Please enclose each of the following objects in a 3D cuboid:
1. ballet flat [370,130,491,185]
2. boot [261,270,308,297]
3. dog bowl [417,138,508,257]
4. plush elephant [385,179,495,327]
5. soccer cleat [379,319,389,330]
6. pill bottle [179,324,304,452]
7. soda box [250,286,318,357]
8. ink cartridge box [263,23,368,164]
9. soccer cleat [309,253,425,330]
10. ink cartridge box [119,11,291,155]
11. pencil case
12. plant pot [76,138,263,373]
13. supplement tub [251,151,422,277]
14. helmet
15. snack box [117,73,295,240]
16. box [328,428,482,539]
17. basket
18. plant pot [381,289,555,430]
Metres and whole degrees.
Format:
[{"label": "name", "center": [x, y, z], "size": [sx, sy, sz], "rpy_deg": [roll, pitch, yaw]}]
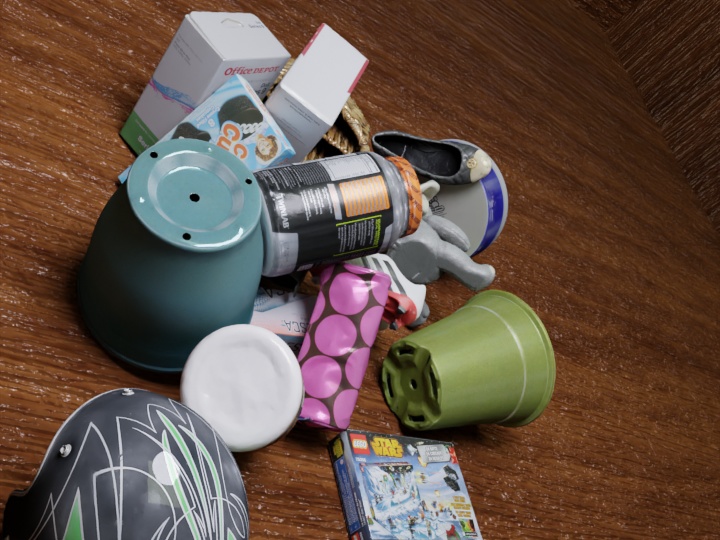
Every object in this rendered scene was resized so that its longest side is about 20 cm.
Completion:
[{"label": "ballet flat", "center": [0.107, -0.174, 1.310], "size": [0.197, 0.068, 0.057], "rpy_deg": [13, 1, 21]}, {"label": "boot", "center": [-0.129, -0.068, 1.056], "size": [0.198, 0.078, 0.139], "rpy_deg": [26, 57, 7]}, {"label": "dog bowl", "center": [0.140, -0.111, 1.400], "size": [0.201, 0.200, 0.078], "rpy_deg": [53, 35, 8]}, {"label": "plush elephant", "center": [0.091, -0.042, 1.303], "size": [0.200, 0.164, 0.155], "rpy_deg": [43, 29, -14]}, {"label": "soccer cleat", "center": [-0.011, 0.005, 1.237], "size": [0.068, 0.078, 0.201], "rpy_deg": [-19, 48, -18]}, {"label": "pill bottle", "center": [-0.113, 0.123, 0.858], "size": [0.117, 0.116, 0.200], "rpy_deg": [53, -8, 8]}, {"label": "soda box", "center": [-0.099, 0.070, 1.058], "size": [0.198, 0.063, 0.069], "rpy_deg": [12, 47, -44]}, {"label": "ink cartridge box", "center": [-0.090, -0.204, 1.125], "size": [0.082, 0.200, 0.148], "rpy_deg": [35, 51, -12]}, {"label": "soccer cleat", "center": [0.000, 0.000, 1.133], "size": [0.198, 0.069, 0.085], "rpy_deg": [33, 41, 6]}, {"label": "ink cartridge box", "center": [-0.204, -0.233, 1.109], "size": [0.088, 0.201, 0.145], "rpy_deg": [46, 32, 11]}, {"label": "pencil case", "center": [-0.032, 0.089, 1.011], "size": [0.092, 0.091, 0.203], "rpy_deg": [18, 79, 3]}, {"label": "plant pot", "center": [-0.186, -0.025, 0.880], "size": [0.197, 0.189, 0.203], "rpy_deg": [11, 54, -16]}, {"label": "supplement tub", "center": [-0.034, -0.070, 0.988], "size": [0.197, 0.123, 0.124], "rpy_deg": [-12, 62, -24]}, {"label": "helmet", "center": [-0.184, 0.207, 0.696], "size": [0.199, 0.190, 0.202], "rpy_deg": [31, 37, -26]}, {"label": "snack box", "center": [-0.189, -0.129, 1.031], "size": [0.117, 0.199, 0.037], "rpy_deg": [54, 11, 11]}, {"label": "box", "center": [0.057, 0.277, 1.053], "size": [0.198, 0.040, 0.139], "rpy_deg": [17, 45, -40]}, {"label": "basket", "center": [-0.085, -0.209, 1.286], "size": [0.199, 0.143, 0.150], "rpy_deg": [36, 34, -18]}, {"label": "plant pot", "center": [0.136, 0.140, 1.175], "size": [0.188, 0.200, 0.202], "rpy_deg": [-8, 62, -40]}]
